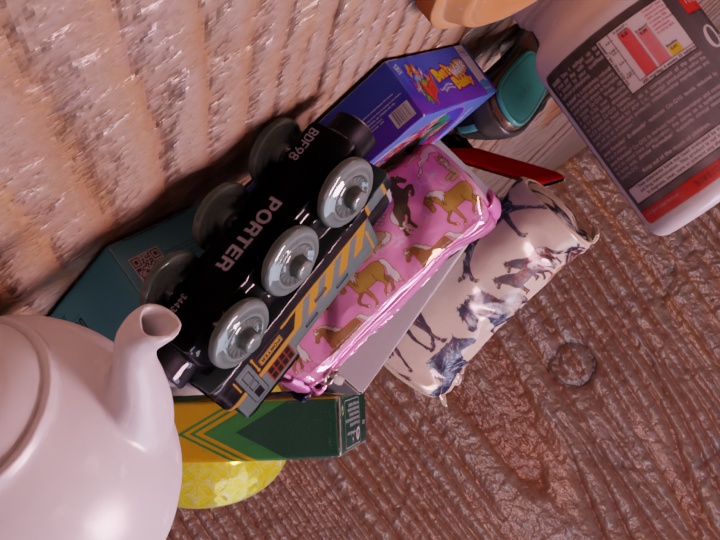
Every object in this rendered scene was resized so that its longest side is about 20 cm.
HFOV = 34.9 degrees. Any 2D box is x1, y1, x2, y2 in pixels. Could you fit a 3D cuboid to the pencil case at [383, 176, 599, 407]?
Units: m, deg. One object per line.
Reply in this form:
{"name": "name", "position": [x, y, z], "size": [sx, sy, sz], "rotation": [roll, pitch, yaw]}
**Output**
{"name": "pencil case", "position": [0.101, 0.015, 0.940], "size": [0.200, 0.089, 0.078], "rotation": [-46, -155, 11]}

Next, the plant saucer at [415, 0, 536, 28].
{"name": "plant saucer", "position": [0.120, -0.201, 0.645], "size": [0.200, 0.032, 0.200], "rotation": [-36, 175, -4]}

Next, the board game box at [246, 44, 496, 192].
{"name": "board game box", "position": [-0.008, -0.080, 0.838], "size": [0.200, 0.045, 0.134], "rotation": [-38, 175, 30]}

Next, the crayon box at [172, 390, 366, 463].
{"name": "crayon box", "position": [-0.103, 0.130, 0.962], "size": [0.199, 0.052, 0.126], "rotation": [-3, 177, 10]}

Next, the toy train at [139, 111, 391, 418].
{"name": "toy train", "position": [-0.054, -0.003, 0.707], "size": [0.200, 0.085, 0.114], "rotation": [-53, 153, -14]}

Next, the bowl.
{"name": "bowl", "position": [-0.164, 0.130, 1.167], "size": [0.200, 0.200, 0.108], "rotation": [-32, 145, -40]}

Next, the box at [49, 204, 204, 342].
{"name": "box", "position": [-0.170, 0.035, 0.790], "size": [0.082, 0.049, 0.200], "rotation": [-31, 174, -45]}

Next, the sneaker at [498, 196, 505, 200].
{"name": "sneaker", "position": [0.120, -0.034, 1.057], "size": [0.079, 0.074, 0.200], "rotation": [-22, -175, 32]}

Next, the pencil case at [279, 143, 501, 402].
{"name": "pencil case", "position": [0.005, -0.001, 0.799], "size": [0.200, 0.087, 0.083], "rotation": [-45, -174, -8]}

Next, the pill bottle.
{"name": "pill bottle", "position": [0.193, -0.134, 0.787], "size": [0.116, 0.200, 0.116], "rotation": [-35, 176, -3]}

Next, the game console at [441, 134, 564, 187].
{"name": "game console", "position": [0.101, -0.077, 1.185], "size": [0.172, 0.119, 0.200], "rotation": [-43, 173, 16]}

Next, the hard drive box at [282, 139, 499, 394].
{"name": "hard drive box", "position": [0.000, 0.000, 0.940], "size": [0.200, 0.077, 0.156], "rotation": [-55, -163, -19]}

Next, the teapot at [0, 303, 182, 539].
{"name": "teapot", "position": [-0.202, 0.096, 0.603], "size": [0.200, 0.197, 0.146], "rotation": [-55, 145, -23]}

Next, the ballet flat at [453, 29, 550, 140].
{"name": "ballet flat", "position": [0.134, -0.163, 0.930], "size": [0.068, 0.068, 0.200], "rotation": [-19, -165, 47]}
